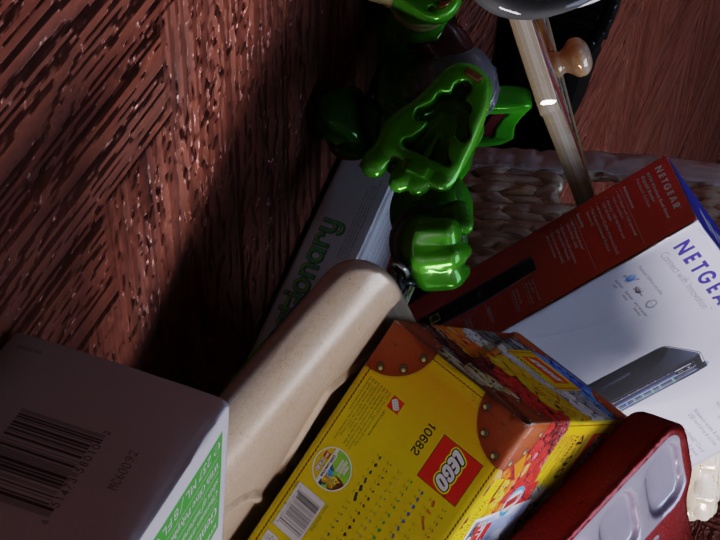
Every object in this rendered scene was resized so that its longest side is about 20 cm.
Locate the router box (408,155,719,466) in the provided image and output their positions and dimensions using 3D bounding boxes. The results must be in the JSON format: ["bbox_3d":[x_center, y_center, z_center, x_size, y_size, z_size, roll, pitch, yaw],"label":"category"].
[{"bbox_3d":[0.135,0.049,0.908,0.200,0.179,0.049,42,23,-44],"label":"router box"}]

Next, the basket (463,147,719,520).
[{"bbox_3d":[0.153,0.044,1.105,0.200,0.197,0.161,82,17,-49],"label":"basket"}]

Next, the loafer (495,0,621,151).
[{"bbox_3d":[0.131,-0.164,1.121,0.071,0.073,0.201,-63,173,-49],"label":"loafer"}]

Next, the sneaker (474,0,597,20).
[{"bbox_3d":[0.099,-0.165,0.746,0.201,0.067,0.108,-41,-167,-23],"label":"sneaker"}]

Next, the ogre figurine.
[{"bbox_3d":[0.030,-0.079,0.759,0.120,0.098,0.201,78,-11,-72],"label":"ogre figurine"}]

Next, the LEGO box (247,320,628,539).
[{"bbox_3d":[0.018,0.126,0.756,0.200,0.077,0.149,-57,157,11],"label":"LEGO box"}]

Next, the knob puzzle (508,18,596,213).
[{"bbox_3d":[0.085,-0.157,0.832,0.220,0.030,0.221,-16,90,-79],"label":"knob puzzle"}]

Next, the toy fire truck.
[{"bbox_3d":[0.090,0.179,0.761,0.200,0.112,0.169,-38,129,-30],"label":"toy fire truck"}]

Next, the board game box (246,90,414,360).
[{"bbox_3d":[0.000,0.000,0.886,0.126,0.034,0.201,76,35,-63],"label":"board game box"}]

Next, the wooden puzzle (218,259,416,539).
[{"bbox_3d":[-0.042,0.089,0.748,0.185,0.046,0.200,-50,158,-7],"label":"wooden puzzle"}]

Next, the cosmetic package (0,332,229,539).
[{"bbox_3d":[-0.105,0.135,0.568,0.108,0.084,0.201,-59,160,-47],"label":"cosmetic package"}]
